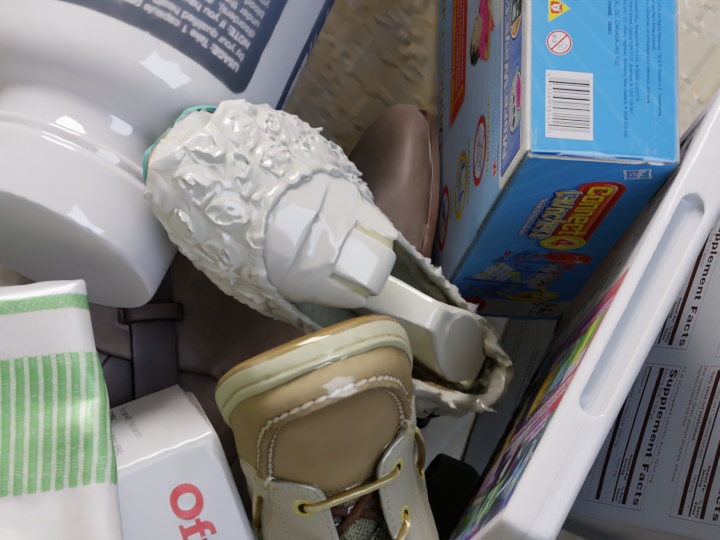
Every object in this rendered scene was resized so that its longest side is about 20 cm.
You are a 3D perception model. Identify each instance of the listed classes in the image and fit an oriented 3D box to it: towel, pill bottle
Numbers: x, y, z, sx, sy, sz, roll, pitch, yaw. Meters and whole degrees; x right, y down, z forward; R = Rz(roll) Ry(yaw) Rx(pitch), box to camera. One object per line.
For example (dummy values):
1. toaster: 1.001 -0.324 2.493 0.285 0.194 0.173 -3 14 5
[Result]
1. towel: -0.156 0.103 0.842 0.152 0.023 0.200 -6 69 -5
2. pill bottle: -0.079 -0.095 0.936 0.120 0.119 0.200 36 67 -28

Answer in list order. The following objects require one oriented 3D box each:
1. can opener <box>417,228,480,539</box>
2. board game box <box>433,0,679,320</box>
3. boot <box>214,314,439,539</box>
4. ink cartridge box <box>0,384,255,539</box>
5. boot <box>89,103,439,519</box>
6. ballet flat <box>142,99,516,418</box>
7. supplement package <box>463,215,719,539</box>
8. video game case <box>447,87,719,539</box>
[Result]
1. can opener: 0.032 0.051 1.052 0.066 0.053 0.200 19 73 -10
2. board game box: 0.073 -0.103 0.970 0.056 0.196 0.200 4 73 -7
3. boot: 0.005 0.110 0.874 0.072 0.200 0.155 -17 71 -6
4. ink cartridge box: -0.127 0.148 0.914 0.200 0.084 0.145 -21 104 -10
5. boot: -0.055 0.007 1.001 0.146 0.070 0.200 19 75 -24
6. ballet flat: 0.000 0.000 0.918 0.200 0.072 0.072 40 70 -48
7. supplement package: 0.190 0.069 1.078 0.191 0.200 0.147 25 79 -31
8. video game case: 0.085 0.037 0.932 0.023 0.200 0.182 29 74 1
